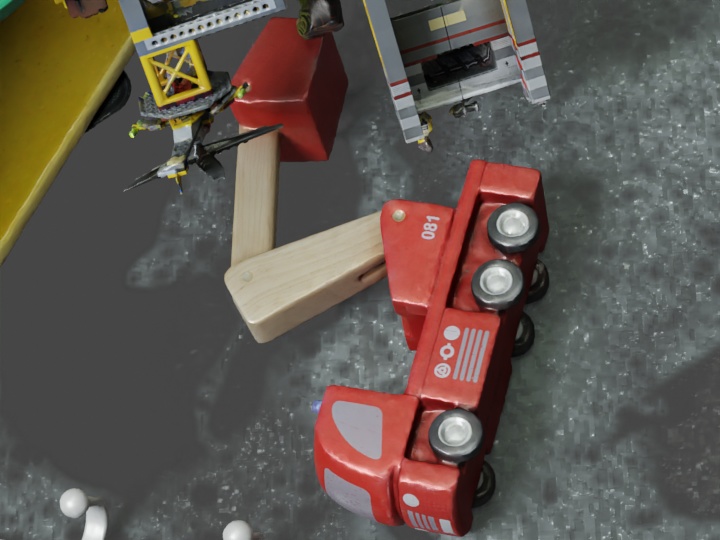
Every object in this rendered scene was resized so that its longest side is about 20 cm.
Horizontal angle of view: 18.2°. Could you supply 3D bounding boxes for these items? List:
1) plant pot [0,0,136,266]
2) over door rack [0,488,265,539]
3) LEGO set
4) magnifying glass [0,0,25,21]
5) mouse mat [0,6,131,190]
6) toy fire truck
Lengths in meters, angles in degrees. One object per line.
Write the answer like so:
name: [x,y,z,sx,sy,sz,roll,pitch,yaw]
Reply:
plant pot: [-0.237,-0.115,0.917,0.200,0.196,0.194,18,67,27]
over door rack: [-0.131,0.168,0.808,0.148,0.067,0.200,10,63,17]
LEGO set: [-0.014,-0.103,0.876,0.200,0.116,0.154,-21,29,-7]
magnifying glass: [-0.103,-0.135,0.802,0.200,0.022,0.080,-19,79,-17]
mouse mat: [-0.218,-0.072,0.995,0.200,0.008,0.161,-37,61,-9]
toy fire truck: [0.000,0.000,0.884,0.141,0.049,0.200,9,63,16]
